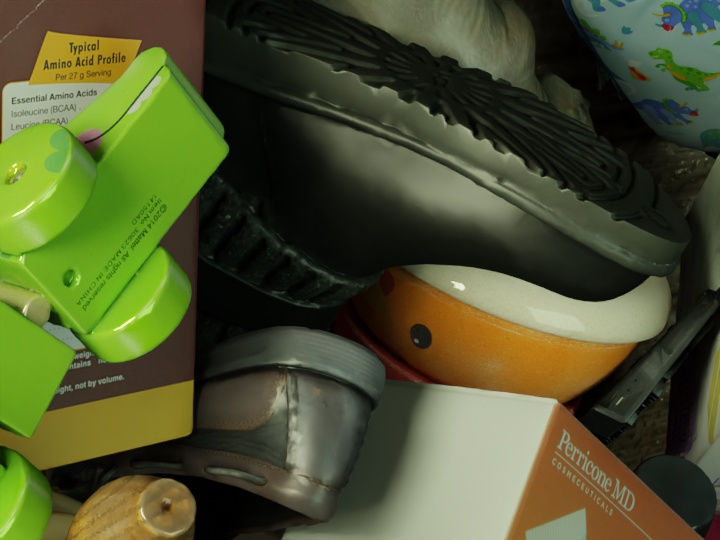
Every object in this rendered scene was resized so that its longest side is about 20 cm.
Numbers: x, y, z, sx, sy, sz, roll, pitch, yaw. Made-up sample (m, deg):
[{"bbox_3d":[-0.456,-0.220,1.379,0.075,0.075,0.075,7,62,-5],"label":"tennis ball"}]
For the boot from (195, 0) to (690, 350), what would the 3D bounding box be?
[{"bbox_3d":[0.000,-0.001,0.759,0.079,0.211,0.158,-39,152,-64],"label":"boot"}]

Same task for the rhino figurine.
[{"bbox_3d":[0.038,-0.090,0.819,0.060,0.088,0.200,-36,123,23],"label":"rhino figurine"}]

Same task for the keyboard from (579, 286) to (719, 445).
[{"bbox_3d":[0.121,0.069,0.925,0.104,0.040,0.200,-45,172,-8],"label":"keyboard"}]

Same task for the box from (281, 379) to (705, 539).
[{"bbox_3d":[0.028,0.156,0.725,0.124,0.097,0.200,42,62,-42],"label":"box"}]

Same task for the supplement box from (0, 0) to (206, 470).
[{"bbox_3d":[-0.166,-0.043,0.649,0.197,0.133,0.201,-10,111,-39],"label":"supplement box"}]

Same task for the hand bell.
[{"bbox_3d":[-0.088,0.093,0.639,0.104,0.200,0.104,7,68,-19],"label":"hand bell"}]

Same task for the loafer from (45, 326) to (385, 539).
[{"bbox_3d":[-0.064,0.075,0.740,0.072,0.200,0.063,21,62,-27],"label":"loafer"}]

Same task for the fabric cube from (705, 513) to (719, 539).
[{"bbox_3d":[0.128,0.235,0.918,0.199,0.200,0.197,-29,128,-55],"label":"fabric cube"}]

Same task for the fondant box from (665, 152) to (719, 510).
[{"bbox_3d":[0.178,0.015,0.891,0.200,0.058,0.145,92,5,-71],"label":"fondant box"}]

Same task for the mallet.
[{"bbox_3d":[0.053,0.112,0.840,0.200,0.041,0.066,-2,143,-25],"label":"mallet"}]

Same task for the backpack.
[{"bbox_3d":[0.170,-0.128,0.904,0.154,0.163,0.200,-54,128,-35],"label":"backpack"}]

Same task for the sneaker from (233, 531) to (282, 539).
[{"bbox_3d":[-0.044,0.197,0.878,0.082,0.075,0.200,-28,122,-34],"label":"sneaker"}]

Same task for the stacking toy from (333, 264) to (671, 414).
[{"bbox_3d":[0.033,0.061,0.884,0.146,0.146,0.200,2,118,-42],"label":"stacking toy"}]

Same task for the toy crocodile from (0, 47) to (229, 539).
[{"bbox_3d":[-0.107,0.020,0.597,0.200,0.062,0.068,-57,133,-16],"label":"toy crocodile"}]
